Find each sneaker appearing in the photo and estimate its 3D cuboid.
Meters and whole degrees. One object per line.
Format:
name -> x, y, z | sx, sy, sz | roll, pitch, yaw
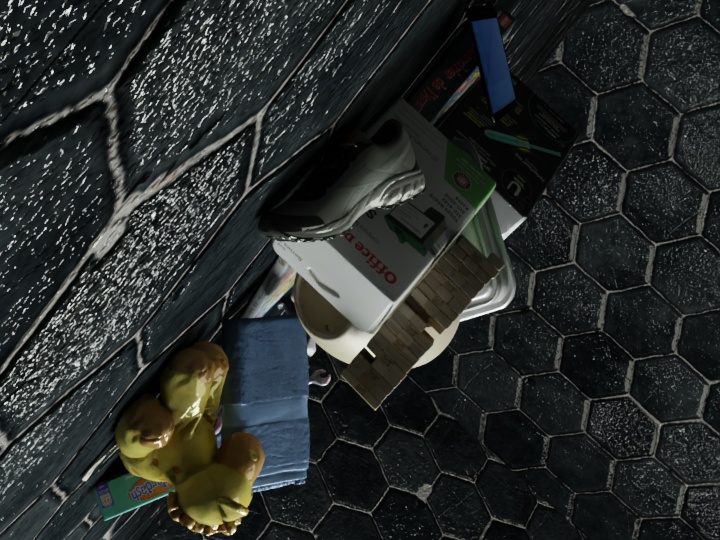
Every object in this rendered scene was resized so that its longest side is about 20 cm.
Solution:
sneaker -> -0.022, -0.081, 0.998 | 0.073, 0.081, 0.199 | 7, -151, 44

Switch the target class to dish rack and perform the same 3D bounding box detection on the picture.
dish rack -> 0.082, -0.037, 1.249 | 0.170, 0.204, 0.043 | -19, 174, 39

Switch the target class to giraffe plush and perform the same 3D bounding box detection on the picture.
giraffe plush -> -0.173, 0.199, 1.139 | 0.201, 0.162, 0.173 | -50, 177, 6

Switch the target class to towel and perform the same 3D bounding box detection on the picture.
towel -> -0.113, 0.152, 1.242 | 0.110, 0.204, 0.048 | -1, -178, -35

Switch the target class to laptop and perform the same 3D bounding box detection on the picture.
laptop -> 0.178, -0.276, 1.132 | 0.201, 0.103, 0.177 | -51, 177, 21

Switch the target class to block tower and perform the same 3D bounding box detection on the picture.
block tower -> 0.064, 0.049, 1.112 | 0.200, 0.058, 0.054 | -47, 178, 7

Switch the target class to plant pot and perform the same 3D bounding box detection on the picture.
plant pot -> 0.000, 0.023, 1.210 | 0.133, 0.201, 0.201 | -11, 147, -51

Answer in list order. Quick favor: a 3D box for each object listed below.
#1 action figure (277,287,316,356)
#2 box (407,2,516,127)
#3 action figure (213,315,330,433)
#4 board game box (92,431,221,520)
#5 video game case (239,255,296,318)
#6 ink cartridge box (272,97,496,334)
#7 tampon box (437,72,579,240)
action figure -> -0.014, 0.029, 1.468 | 0.196, 0.195, 0.106 | -12, 132, -10
box -> 0.103, -0.220, 1.296 | 0.201, 0.038, 0.137 | -50, 177, -6
action figure -> -0.136, 0.151, 1.378 | 0.149, 0.134, 0.200 | -49, 174, 8
board game box -> -0.242, 0.257, 1.370 | 0.150, 0.046, 0.200 | -22, 175, 0
video game case -> -0.075, -0.018, 1.309 | 0.143, 0.018, 0.201 | -46, 174, -45
ink cartridge box -> 0.025, -0.058, 1.115 | 0.200, 0.146, 0.084 | -48, 177, -31
tampon box -> 0.158, -0.136, 1.362 | 0.200, 0.149, 0.126 | -51, -177, -42
